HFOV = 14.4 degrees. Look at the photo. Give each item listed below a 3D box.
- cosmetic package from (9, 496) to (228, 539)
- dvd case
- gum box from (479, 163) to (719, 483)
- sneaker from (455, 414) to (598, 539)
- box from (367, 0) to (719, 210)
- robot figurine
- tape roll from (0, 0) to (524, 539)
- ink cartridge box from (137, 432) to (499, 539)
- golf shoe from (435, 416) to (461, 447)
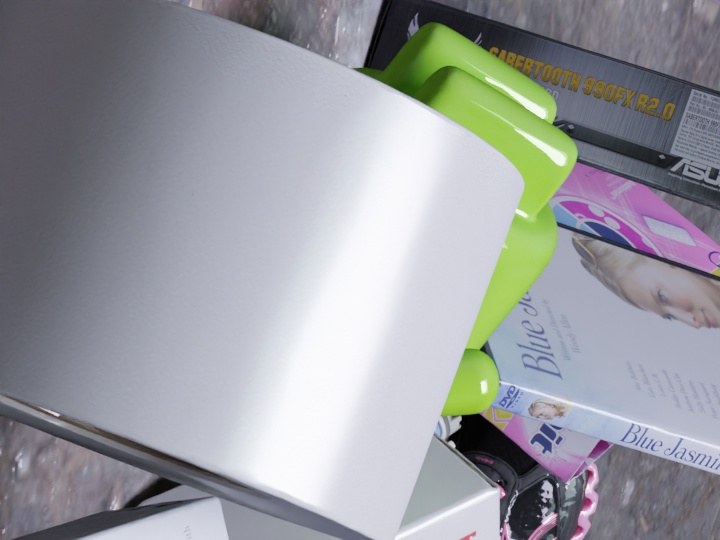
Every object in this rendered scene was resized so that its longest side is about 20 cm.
[{"bbox_3d":[-0.132,0.152,1.004,0.200,0.071,0.101,-13,91,-45],"label":"cosmetic package"},{"bbox_3d":[0.121,0.032,1.264,0.200,0.143,0.018,17,123,-26],"label":"dvd case"},{"bbox_3d":[0.107,0.015,1.373,0.066,0.113,0.200,-56,168,27],"label":"gum box"},{"bbox_3d":[0.058,0.145,1.449,0.095,0.079,0.200,-7,111,-48],"label":"sneaker"},{"bbox_3d":[0.124,-0.066,1.299,0.158,0.200,0.048,12,98,-62],"label":"box"},{"bbox_3d":[0.000,0.000,1.157,0.116,0.175,0.200,30,110,-24],"label":"robot figurine"},{"bbox_3d":[-0.059,-0.002,0.993,0.203,0.203,0.139,34,74,-62],"label":"tape roll"},{"bbox_3d":[-0.018,0.177,1.249,0.145,0.084,0.200,-23,129,-27],"label":"ink cartridge box"},{"bbox_3d":[-0.001,0.134,1.344,0.097,0.078,0.200,-33,130,-28],"label":"golf shoe"}]
